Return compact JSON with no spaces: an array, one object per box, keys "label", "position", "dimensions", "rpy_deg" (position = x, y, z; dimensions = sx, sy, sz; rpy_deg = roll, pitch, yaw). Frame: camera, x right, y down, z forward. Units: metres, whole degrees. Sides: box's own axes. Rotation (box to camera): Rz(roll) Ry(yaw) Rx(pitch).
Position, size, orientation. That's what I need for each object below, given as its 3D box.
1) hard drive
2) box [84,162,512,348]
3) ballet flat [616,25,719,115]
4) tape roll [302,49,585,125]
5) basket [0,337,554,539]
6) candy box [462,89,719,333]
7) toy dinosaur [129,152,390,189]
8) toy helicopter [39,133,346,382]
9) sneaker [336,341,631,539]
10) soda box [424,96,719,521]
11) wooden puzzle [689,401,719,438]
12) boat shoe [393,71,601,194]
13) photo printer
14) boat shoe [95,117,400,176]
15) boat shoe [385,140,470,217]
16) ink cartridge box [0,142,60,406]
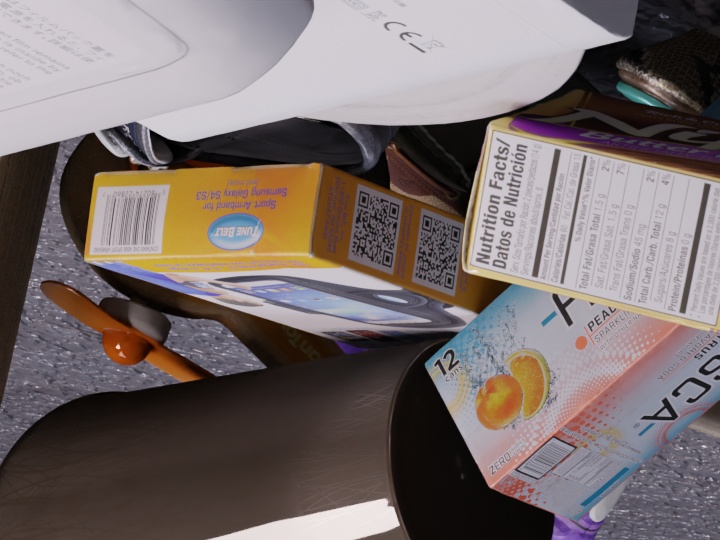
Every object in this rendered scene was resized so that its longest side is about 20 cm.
[{"label":"hard drive","position":[-0.033,-0.088,0.866],"dimensions":[0.132,0.027,0.199],"rpy_deg":[28,154,-38]},{"label":"box","position":[0.000,0.000,1.157],"dimensions":[0.119,0.042,0.200],"rpy_deg":[-1,165,40]},{"label":"ballet flat","position":[0.169,-0.061,1.172],"dimensions":[0.068,0.075,0.200],"rpy_deg":[34,178,41]},{"label":"tape roll","position":[-0.013,-0.150,0.932],"dimensions":[0.201,0.140,0.203],"rpy_deg":[10,160,4]},{"label":"basket","position":[-0.028,0.102,1.222],"dimensions":[0.199,0.137,0.180],"rpy_deg":[-15,177,37]},{"label":"candy box","position":[0.147,-0.011,0.980],"dimensions":[0.199,0.057,0.117],"rpy_deg":[15,-166,17]},{"label":"toy dinosaur","position":[-0.040,-0.074,1.213],"dimensions":[0.199,0.102,0.077],"rpy_deg":[18,121,-4]},{"label":"toy helicopter","position":[-0.061,0.014,1.328],"dimensions":[0.200,0.132,0.079],"rpy_deg":[47,154,-3]},{"label":"sneaker","position":[0.044,0.071,1.358],"dimensions":[0.080,0.084,0.200],"rpy_deg":[16,-172,-43]},{"label":"soda box","position":[0.122,0.006,1.099],"dimensions":[0.200,0.069,0.063],"rpy_deg":[-42,142,20]},{"label":"wooden puzzle","position":[0.095,0.029,1.366],"dimensions":[0.184,0.037,0.200],"rpy_deg":[19,-170,-20]},{"label":"boat shoe","position":[0.086,-0.043,1.204],"dimensions":[0.201,0.072,0.060],"rpy_deg":[35,-176,-12]},{"label":"photo printer","position":[-0.120,-0.094,0.772],"dimensions":[0.166,0.070,0.199],"rpy_deg":[29,154,-36]},{"label":"boat shoe","position":[-0.076,-0.073,1.110],"dimensions":[0.199,0.068,0.072],"rpy_deg":[12,140,18]},{"label":"boat shoe","position":[0.081,-0.038,1.287],"dimensions":[0.199,0.073,0.072],"rpy_deg":[25,159,-16]},{"label":"ink cartridge box","position":[-0.186,-0.027,1.273],"dimensions":[0.075,0.201,0.165],"rpy_deg":[10,160,3]}]
